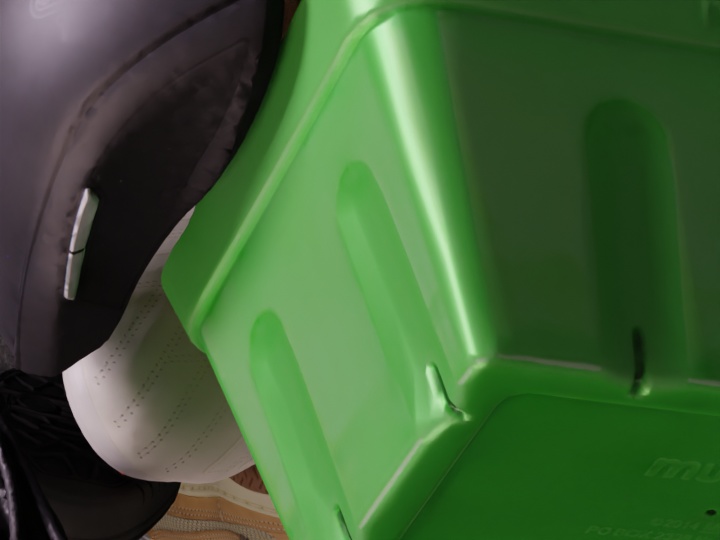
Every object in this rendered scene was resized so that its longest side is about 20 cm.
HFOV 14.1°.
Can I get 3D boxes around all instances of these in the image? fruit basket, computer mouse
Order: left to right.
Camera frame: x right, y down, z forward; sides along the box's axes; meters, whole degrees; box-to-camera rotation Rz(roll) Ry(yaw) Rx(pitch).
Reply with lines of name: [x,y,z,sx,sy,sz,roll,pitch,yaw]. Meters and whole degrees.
computer mouse: [-0.067,0.004,0.625,0.046,0.141,0.200,-3,152,-31]
fruit basket: [0.062,-0.023,0.649,0.215,0.216,0.156,32,137,-1]

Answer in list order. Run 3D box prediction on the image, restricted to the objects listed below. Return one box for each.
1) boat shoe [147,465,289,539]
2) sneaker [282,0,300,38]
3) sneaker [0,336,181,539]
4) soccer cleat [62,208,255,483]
boat shoe: [-0.012,0.067,0.818,0.200,0.071,0.077,9,117,64]
sneaker: [-0.024,-0.078,0.720,0.070,0.076,0.200,24,158,19]
sneaker: [-0.094,0.067,0.805,0.060,0.105,0.200,12,-163,-14]
soccer cleat: [0.000,0.000,0.745,0.077,0.200,0.070,-18,93,36]
